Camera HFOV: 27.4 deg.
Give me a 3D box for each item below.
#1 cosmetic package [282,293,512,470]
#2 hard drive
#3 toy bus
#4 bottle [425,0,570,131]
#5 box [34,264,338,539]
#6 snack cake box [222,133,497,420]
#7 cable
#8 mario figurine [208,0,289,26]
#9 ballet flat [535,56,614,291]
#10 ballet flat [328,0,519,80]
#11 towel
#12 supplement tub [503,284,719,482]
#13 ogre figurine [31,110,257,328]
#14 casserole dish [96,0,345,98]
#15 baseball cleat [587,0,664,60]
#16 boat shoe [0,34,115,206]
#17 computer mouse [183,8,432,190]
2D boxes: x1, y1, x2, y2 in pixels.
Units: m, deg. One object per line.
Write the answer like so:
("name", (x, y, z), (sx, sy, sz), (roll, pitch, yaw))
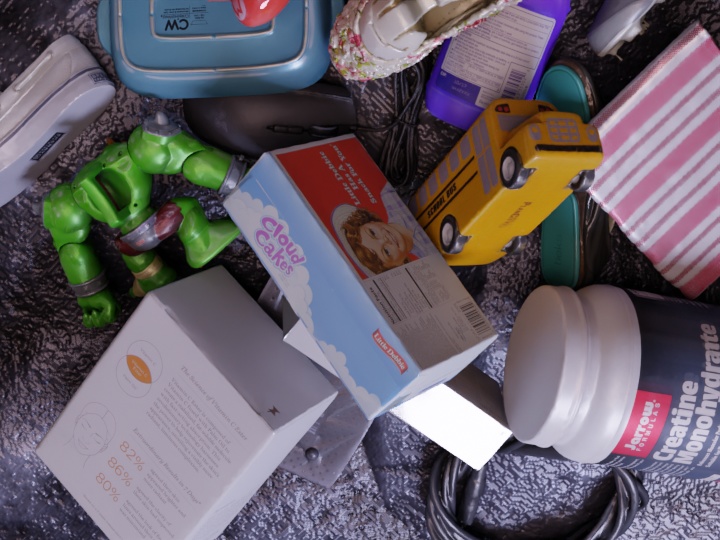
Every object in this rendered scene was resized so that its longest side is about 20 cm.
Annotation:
("cosmetic package", (0.028, 0.075, 1.188), (0.199, 0.083, 0.051), (35, 106, -17))
("hard drive", (-0.039, 0.076, 1.257), (0.134, 0.042, 0.201), (24, 111, -6))
("toy bus", (0.105, -0.065, 1.115), (0.064, 0.079, 0.200), (0, 155, -23))
("bottle", (0.117, -0.203, 1.128), (0.083, 0.065, 0.202), (21, 111, 2))
("box", (-0.144, 0.124, 1.210), (0.152, 0.106, 0.200), (46, 119, 11))
("snack cake box", (0.000, 0.000, 1.111), (0.067, 0.115, 0.201), (-44, 75, 36))
("cable", (0.156, 0.193, 1.292), (0.199, 0.051, 0.164), (-37, 99, 19))
("mario figurine", (-0.106, -0.272, 1.066), (0.105, 0.123, 0.202), (-19, 83, 25))
("ballet flat", (0.174, -0.081, 1.173), (0.068, 0.068, 0.202), (27, 131, 40))
("ballet flat", (0.053, -0.199, 1.068), (0.199, 0.064, 0.076), (-30, 97, 23))
("towel", (0.255, -0.080, 1.142), (0.146, 0.030, 0.200), (-43, 123, 8))
("supplement tub", (0.227, 0.089, 1.173), (0.198, 0.141, 0.142), (9, 112, -15))
("ogre figurine", (-0.174, -0.048, 1.188), (0.199, 0.098, 0.120), (-24, 115, 36))
("casserole dish", (-0.111, -0.197, 1.141), (0.197, 0.039, 0.123), (-1, 91, 6))
("baseball cleat", (0.214, -0.262, 1.106), (0.106, 0.070, 0.201), (37, 100, -3))
("boat shoe", (-0.287, -0.113, 1.197), (0.200, 0.071, 0.070), (-39, 76, 20))
("computer mouse", (-0.040, -0.142, 1.172), (0.198, 0.046, 0.142), (14, 112, -1))
